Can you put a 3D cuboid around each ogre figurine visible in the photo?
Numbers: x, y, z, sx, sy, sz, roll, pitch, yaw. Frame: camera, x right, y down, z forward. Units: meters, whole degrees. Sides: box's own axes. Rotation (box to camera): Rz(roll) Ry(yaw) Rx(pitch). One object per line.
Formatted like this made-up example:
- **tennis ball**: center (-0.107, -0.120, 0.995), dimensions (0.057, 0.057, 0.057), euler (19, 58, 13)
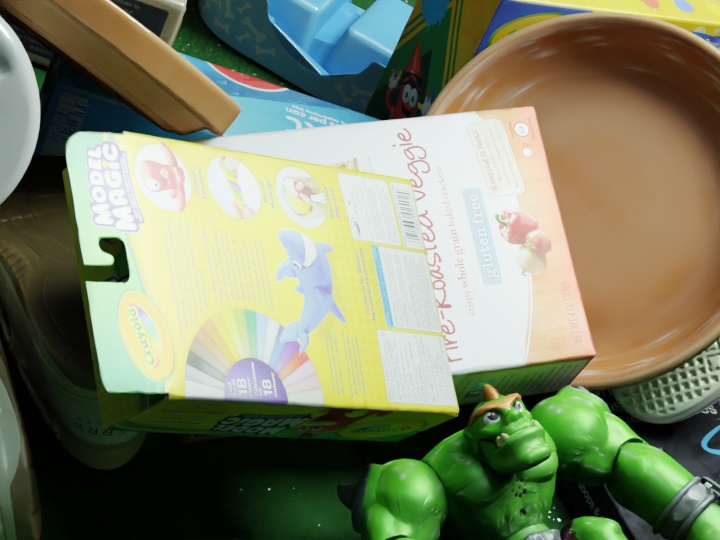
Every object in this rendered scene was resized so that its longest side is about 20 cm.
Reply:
- **ogre figurine**: center (0.074, 0.121, 0.988), dimensions (0.199, 0.098, 0.120), euler (-30, 61, -8)

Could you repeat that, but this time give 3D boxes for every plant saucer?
- **plant saucer**: center (0.119, -0.034, 1.112), dimensions (0.200, 0.200, 0.037), euler (43, 0, 24)
- **plant saucer**: center (-0.145, -0.123, 1.027), dimensions (0.200, 0.032, 0.200), euler (35, -1, 1)

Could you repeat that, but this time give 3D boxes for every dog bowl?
- **dog bowl**: center (-0.013, -0.148, 1.325), dimensions (0.199, 0.050, 0.112), euler (31, 34, 5)

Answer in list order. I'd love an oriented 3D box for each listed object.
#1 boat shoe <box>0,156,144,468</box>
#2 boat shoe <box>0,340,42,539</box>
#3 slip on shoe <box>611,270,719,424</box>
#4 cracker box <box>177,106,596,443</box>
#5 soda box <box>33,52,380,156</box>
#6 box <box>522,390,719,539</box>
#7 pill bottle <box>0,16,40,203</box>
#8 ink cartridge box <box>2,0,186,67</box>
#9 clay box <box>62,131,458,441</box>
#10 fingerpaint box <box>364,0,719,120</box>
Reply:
- **boat shoe**: center (-0.137, 0.015, 0.995), dimensions (0.074, 0.067, 0.200), euler (-1, 32, -15)
- **boat shoe**: center (-0.189, 0.043, 0.936), dimensions (0.066, 0.074, 0.200), euler (-12, 38, -14)
- **slip on shoe**: center (0.204, 0.005, 1.136), dimensions (0.074, 0.061, 0.200), euler (35, 73, 20)
- **cracker box**: center (0.000, 0.000, 1.042), dimensions (0.199, 0.058, 0.135), euler (-7, 70, -15)
- **soda box**: center (-0.075, -0.064, 1.160), dimensions (0.199, 0.064, 0.068), euler (18, 35, -14)
- **box**: center (0.171, 0.114, 1.113), dimensions (0.142, 0.036, 0.200), euler (4, 38, -31)
- **pill bottle**: center (-0.223, -0.090, 0.999), dimensions (0.114, 0.115, 0.200), euler (9, 11, -24)
- **ink cartridge box**: center (-0.176, -0.204, 1.268), dimensions (0.164, 0.075, 0.201), euler (20, 36, -12)
- **clay box**: center (-0.049, 0.010, 0.919), dimensions (0.199, 0.047, 0.116), euler (7, 65, -44)
- **fingerpaint box**: center (0.115, -0.099, 1.241), dimensions (0.199, 0.167, 0.074), euler (3, 40, -32)
